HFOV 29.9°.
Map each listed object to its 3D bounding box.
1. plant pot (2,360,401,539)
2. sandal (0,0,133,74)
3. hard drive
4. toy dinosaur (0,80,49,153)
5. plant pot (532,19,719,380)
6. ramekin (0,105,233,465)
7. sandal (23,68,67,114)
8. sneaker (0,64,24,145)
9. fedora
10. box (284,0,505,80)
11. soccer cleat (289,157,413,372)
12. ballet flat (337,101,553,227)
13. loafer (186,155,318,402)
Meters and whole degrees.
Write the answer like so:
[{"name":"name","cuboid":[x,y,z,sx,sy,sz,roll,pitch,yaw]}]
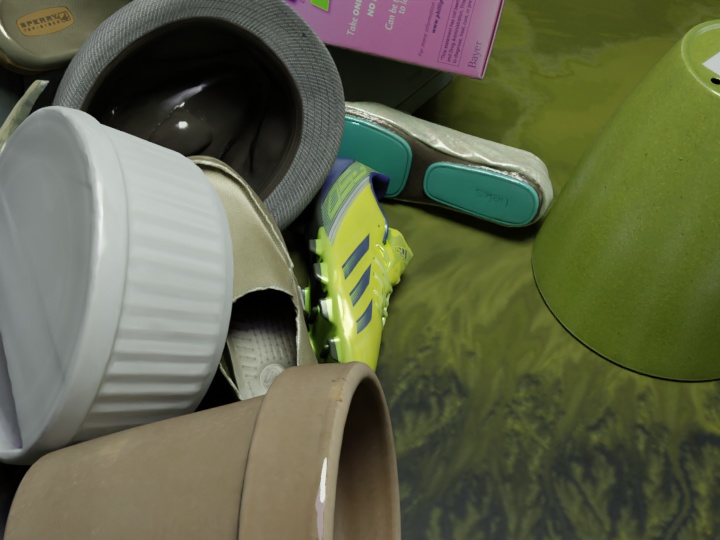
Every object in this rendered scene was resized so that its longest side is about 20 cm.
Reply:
[{"name":"plant pot","cuboid":[-0.078,0.145,0.680,0.174,0.200,0.200,-1,45,11]},{"name":"sandal","cuboid":[-0.173,-0.191,0.928,0.200,0.054,0.080,-33,87,-45]},{"name":"hard drive","cuboid":[-0.040,-0.180,1.085,0.200,0.026,0.132,32,49,19]},{"name":"toy dinosaur","cuboid":[-0.264,-0.035,0.867,0.088,0.047,0.200,9,73,2]},{"name":"plant pot","cuboid":[0.231,-0.061,0.907,0.187,0.200,0.187,6,46,-6]},{"name":"ramekin","cuboid":[-0.151,0.013,0.771,0.094,0.202,0.203,9,42,-34]},{"name":"sandal","cuboid":[-0.174,-0.111,0.979,0.202,0.050,0.083,-4,64,-5]},{"name":"sneaker","cuboid":[-0.322,-0.094,0.918,0.200,0.106,0.075,-12,6,10]},{"name":"fedora","cuboid":[-0.112,-0.096,0.909,0.177,0.090,0.200,42,90,-11]},{"name":"box","cuboid":[-0.006,-0.221,0.988,0.200,0.097,0.176,11,17,-7]},{"name":"soccer cleat","cuboid":[0.000,-0.001,0.900,0.084,0.065,0.200,6,47,-15]},{"name":"ballet flat","cuboid":[0.044,-0.083,0.989,0.200,0.068,0.062,20,37,0]},{"name":"loafer","cuboid":[-0.070,0.013,0.823,0.076,0.067,0.200,-25,77,-8]}]
